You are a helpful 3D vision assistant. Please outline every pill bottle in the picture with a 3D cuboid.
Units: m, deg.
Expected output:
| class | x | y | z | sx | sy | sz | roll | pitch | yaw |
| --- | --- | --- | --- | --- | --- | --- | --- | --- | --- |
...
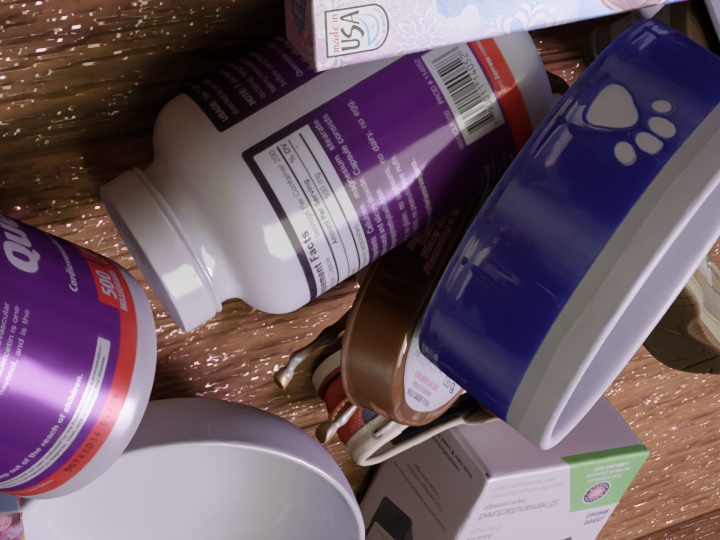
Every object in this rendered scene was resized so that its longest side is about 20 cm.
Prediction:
| class | x | y | z | sx | sy | sz | roll | pitch | yaw |
| --- | --- | --- | --- | --- | --- | --- | --- | --- | --- |
| pill bottle | -0.016 | -0.056 | 0.923 | 0.199 | 0.113 | 0.113 | -32 | 145 | -9 |
| pill bottle | -0.187 | 0.021 | 0.831 | 0.113 | 0.113 | 0.200 | -49 | 139 | 15 |

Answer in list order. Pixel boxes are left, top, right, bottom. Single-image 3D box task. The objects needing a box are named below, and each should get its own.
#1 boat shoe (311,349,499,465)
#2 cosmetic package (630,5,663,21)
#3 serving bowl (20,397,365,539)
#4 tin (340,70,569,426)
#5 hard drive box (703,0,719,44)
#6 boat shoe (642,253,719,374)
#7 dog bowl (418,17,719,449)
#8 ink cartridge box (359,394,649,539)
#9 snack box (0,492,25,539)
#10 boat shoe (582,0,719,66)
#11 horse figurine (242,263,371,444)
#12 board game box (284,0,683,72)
| class | x | y | z | sx | sy | sz | roll | pitch | yaw |
| --- | --- | --- | --- | --- | --- | --- | --- | --- | --- |
| boat shoe | 0.070 | 0.064 | 1.169 | 0.199 | 0.063 | 0.071 | -12 | 145 | -28 |
| cosmetic package | 0.170 | -0.225 | 0.938 | 0.200 | 0.071 | 0.101 | -43 | 145 | 6 |
| serving bowl | -0.101 | 0.132 | 1.078 | 0.199 | 0.066 | 0.201 | -8 | 137 | -7 |
| tin | 0.055 | -0.014 | 1.036 | 0.201 | 0.042 | 0.112 | -64 | 158 | -5 |
| hard drive box | 0.273 | -0.122 | 1.026 | 0.155 | 0.077 | 0.200 | -4 | 139 | 27 |
| boat shoe | 0.191 | 0.004 | 1.236 | 0.201 | 0.073 | 0.064 | 38 | 58 | -51 |
| dog bowl | 0.116 | -0.017 | 0.955 | 0.200 | 0.079 | 0.200 | -50 | 167 | -16 |
| ink cartridge box | 0.072 | 0.168 | 1.283 | 0.145 | 0.084 | 0.201 | -5 | 133 | -39 |
| snack box | -0.247 | 0.168 | 0.975 | 0.168 | 0.068 | 0.201 | -9 | 139 | -14 |
| boat shoe | 0.182 | -0.085 | 1.107 | 0.063 | 0.074 | 0.201 | -10 | 157 | 22 |
| horse figurine | 0.000 | 0.000 | 1.051 | 0.132 | 0.050 | 0.200 | -42 | 141 | -17 |
| board game box | 0.063 | -0.196 | 0.820 | 0.198 | 0.043 | 0.201 | -12 | 122 | -15 |
